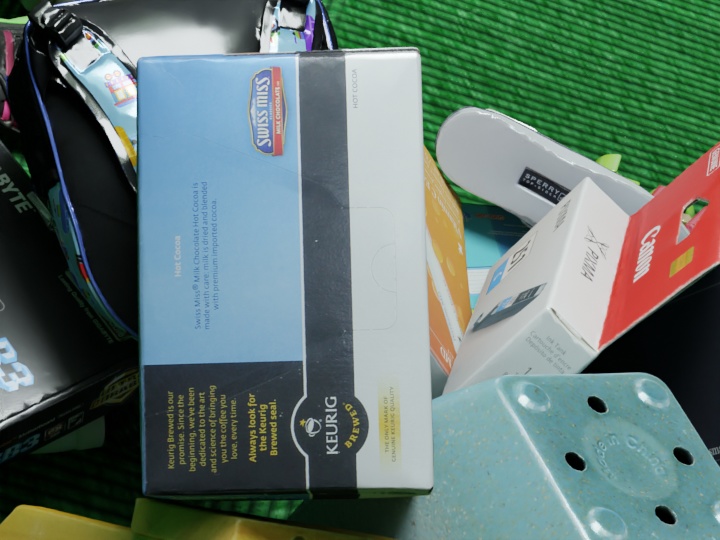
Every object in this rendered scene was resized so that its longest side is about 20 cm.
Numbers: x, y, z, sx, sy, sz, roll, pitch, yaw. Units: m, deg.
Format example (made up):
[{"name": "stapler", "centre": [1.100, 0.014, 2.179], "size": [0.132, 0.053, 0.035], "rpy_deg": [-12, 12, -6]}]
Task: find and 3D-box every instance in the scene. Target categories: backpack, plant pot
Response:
[{"name": "backpack", "centre": [-0.087, -0.047, 1.091], "size": [0.182, 0.135, 0.200], "rpy_deg": [-13, 80, -22]}, {"name": "plant pot", "centre": [0.092, 0.159, 1.047], "size": [0.196, 0.200, 0.196], "rpy_deg": [1, 44, -34]}]

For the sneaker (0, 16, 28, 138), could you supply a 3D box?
[{"name": "sneaker", "centre": [-0.228, -0.122, 1.328], "size": [0.200, 0.077, 0.084], "rpy_deg": [-22, 53, -36]}]

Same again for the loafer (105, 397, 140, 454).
[{"name": "loafer", "centre": [-0.121, 0.004, 1.185], "size": [0.073, 0.072, 0.200], "rpy_deg": [-3, 73, -50]}]

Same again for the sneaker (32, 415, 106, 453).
[{"name": "sneaker", "centre": [-0.210, 0.027, 1.183], "size": [0.085, 0.073, 0.200], "rpy_deg": [-10, 44, -15]}]

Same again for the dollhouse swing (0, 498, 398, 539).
[{"name": "dollhouse swing", "centre": [-0.079, 0.215, 0.971], "size": [0.182, 0.176, 0.200], "rpy_deg": [13, 83, -32]}]

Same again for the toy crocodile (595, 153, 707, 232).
[{"name": "toy crocodile", "centre": [0.243, -0.014, 1.410], "size": [0.200, 0.062, 0.068], "rpy_deg": [32, 43, 12]}]

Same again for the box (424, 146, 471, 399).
[{"name": "box", "centre": [0.000, 0.000, 1.233], "size": [0.097, 0.124, 0.200], "rpy_deg": [-20, 42, 17]}]

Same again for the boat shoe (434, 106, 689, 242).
[{"name": "boat shoe", "centre": [0.138, -0.045, 1.329], "size": [0.200, 0.071, 0.070], "rpy_deg": [30, 15, -2]}]

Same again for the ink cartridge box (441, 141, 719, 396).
[{"name": "ink cartridge box", "centre": [0.133, -0.003, 1.168], "size": [0.045, 0.176, 0.200], "rpy_deg": [43, 25, -8]}]

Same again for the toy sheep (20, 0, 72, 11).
[{"name": "toy sheep", "centre": [-0.186, -0.232, 1.418], "size": [0.200, 0.138, 0.138], "rpy_deg": [18, 42, -13]}]

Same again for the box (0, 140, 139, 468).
[{"name": "box", "centre": [-0.243, 0.025, 1.105], "size": [0.198, 0.050, 0.200], "rpy_deg": [-26, 62, -28]}]

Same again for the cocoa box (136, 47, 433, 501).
[{"name": "cocoa box", "centre": [-0.037, 0.007, 0.946], "size": [0.131, 0.133, 0.200], "rpy_deg": [-1, 84, -2]}]

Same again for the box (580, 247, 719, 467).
[{"name": "box", "centre": [0.221, 0.087, 1.148], "size": [0.104, 0.200, 0.182], "rpy_deg": [-6, 80, -25]}]

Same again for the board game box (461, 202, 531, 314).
[{"name": "board game box", "centre": [0.124, 0.044, 1.314], "size": [0.151, 0.047, 0.200], "rpy_deg": [5, 45, -17]}]
